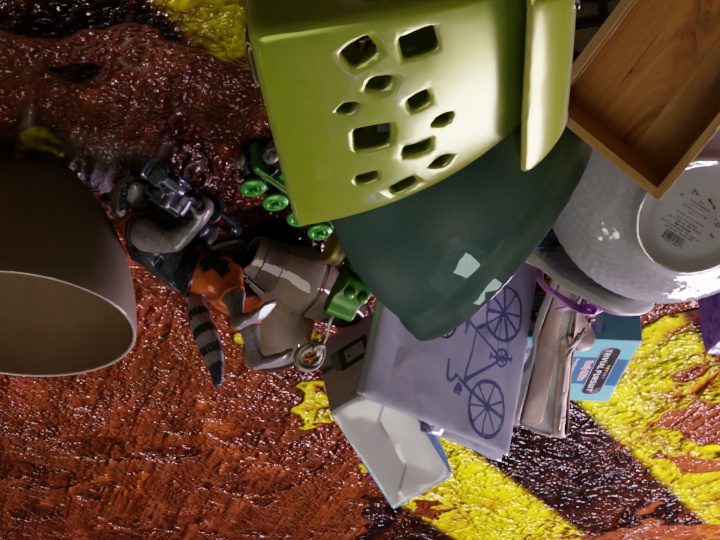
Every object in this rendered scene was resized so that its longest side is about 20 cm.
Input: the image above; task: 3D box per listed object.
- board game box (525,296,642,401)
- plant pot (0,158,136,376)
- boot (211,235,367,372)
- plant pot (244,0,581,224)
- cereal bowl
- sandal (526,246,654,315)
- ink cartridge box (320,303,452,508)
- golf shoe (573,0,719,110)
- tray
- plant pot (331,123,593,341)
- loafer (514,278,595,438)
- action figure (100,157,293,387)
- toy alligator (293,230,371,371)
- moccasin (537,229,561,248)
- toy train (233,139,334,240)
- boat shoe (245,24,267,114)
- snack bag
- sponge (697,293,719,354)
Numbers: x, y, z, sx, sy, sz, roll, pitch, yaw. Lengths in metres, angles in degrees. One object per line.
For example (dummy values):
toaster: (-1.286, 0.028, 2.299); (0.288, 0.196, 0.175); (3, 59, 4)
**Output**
board game box: (0.171, 0.080, 1.456); (0.197, 0.047, 0.151); (2, 151, -4)
plant pot: (-0.283, -0.012, 1.197); (0.198, 0.136, 0.201); (0, 152, 0)
boot: (-0.095, 0.026, 1.352); (0.145, 0.071, 0.199); (30, 140, -32)
plant pot: (0.028, -0.167, 0.843); (0.179, 0.202, 0.200); (-7, 152, 1)
cereal bowl: (0.238, -0.059, 1.054); (0.197, 0.084, 0.202); (-4, 119, -6)
sandal: (0.179, 0.009, 1.200); (0.082, 0.050, 0.203); (0, -161, -24)
ink cartridge box: (0.018, 0.122, 1.346); (0.066, 0.200, 0.116); (-31, 109, 4)
golf shoe: (0.185, -0.171, 0.970); (0.198, 0.096, 0.078); (18, -170, 14)
tray: (0.213, -0.153, 0.892); (0.098, 0.037, 0.201); (39, 117, 5)
plant pot: (0.049, -0.072, 0.995); (0.134, 0.201, 0.200); (38, 141, -12)
loafer: (0.193, 0.069, 1.336); (0.062, 0.072, 0.202); (24, 122, 16)
action figure: (-0.144, -0.012, 1.154); (0.105, 0.194, 0.200); (-44, 159, 1)
toy alligator: (0.000, 0.000, 1.168); (0.059, 0.202, 0.054); (23, -174, -20)
moccasin: (0.113, -0.066, 1.142); (0.198, 0.081, 0.068); (14, 161, -26)
toy train: (-0.029, -0.056, 1.214); (0.056, 0.042, 0.199); (-27, 142, 26)
boat shoe: (-0.035, -0.123, 1.068); (0.070, 0.071, 0.201); (31, 159, 25)
snack bag: (0.078, 0.054, 1.263); (0.199, 0.191, 0.021); (24, 160, -38)
sponge: (0.340, -0.019, 1.195); (0.029, 0.113, 0.200); (9, 152, -13)
